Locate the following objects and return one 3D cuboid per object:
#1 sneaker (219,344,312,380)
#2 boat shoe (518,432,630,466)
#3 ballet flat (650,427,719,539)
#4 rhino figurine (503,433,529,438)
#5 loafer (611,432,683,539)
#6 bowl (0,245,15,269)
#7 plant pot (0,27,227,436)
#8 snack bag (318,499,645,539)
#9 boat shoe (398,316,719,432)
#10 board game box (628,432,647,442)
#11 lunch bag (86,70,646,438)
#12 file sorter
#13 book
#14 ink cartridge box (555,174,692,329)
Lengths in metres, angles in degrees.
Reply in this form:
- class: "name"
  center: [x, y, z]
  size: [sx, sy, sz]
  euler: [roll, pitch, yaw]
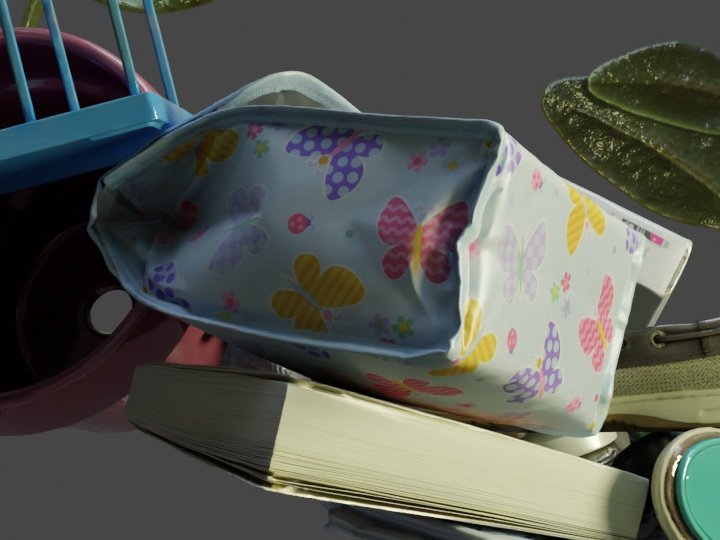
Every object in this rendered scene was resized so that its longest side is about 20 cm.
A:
- class: "sneaker"
  center: [-0.035, 0.069, 1.427]
  size: [0.114, 0.076, 0.200]
  euler: [9, 0, -21]
- class: "boat shoe"
  center: [0.120, 0.113, 1.376]
  size: [0.072, 0.060, 0.202]
  euler: [-20, -3, 5]
- class: "ballet flat"
  center: [0.182, 0.116, 1.183]
  size: [0.069, 0.070, 0.200]
  euler: [13, -4, 45]
- class: "rhino figurine"
  center: [0.052, 0.085, 1.533]
  size: [0.200, 0.060, 0.087]
  euler: [31, -25, 5]
- class: "loafer"
  center: [0.169, 0.106, 1.289]
  size: [0.068, 0.071, 0.200]
  euler: [-30, -23, 16]
- class: "bowl"
  center: [-0.280, 0.001, 1.408]
  size: [0.199, 0.075, 0.200]
  euler: [-10, -12, 35]
- class: "plant pot"
  center: [-0.153, -0.001, 1.282]
  size: [0.200, 0.200, 0.179]
  euler: [12, -14, 21]
- class: "snack bag"
  center: [0.050, 0.121, 1.186]
  size: [0.200, 0.021, 0.188]
  euler: [14, 1, 44]
- class: "boat shoe"
  center: [0.109, 0.045, 1.191]
  size: [0.199, 0.065, 0.073]
  euler: [-1, -5, 10]
- class: "board game box"
  center: [0.163, 0.097, 1.504]
  size: [0.200, 0.023, 0.105]
  euler: [28, -17, 16]
- class: "lunch bag"
  center: [0.000, -0.008, 1.106]
  size: [0.200, 0.127, 0.170]
  euler: [6, -12, 31]
- class: "file sorter"
  center: [-0.190, -0.094, 1.124]
  size: [0.199, 0.123, 0.139]
  euler: [-15, -3, 4]
- class: "book"
  center: [0.011, 0.080, 1.125]
  size: [0.200, 0.048, 0.134]
  euler: [14, -2, -33]
- class: "ink cartridge box"
  center: [0.069, -0.011, 1.368]
  size: [0.200, 0.043, 0.196]
  euler: [29, -20, 6]
